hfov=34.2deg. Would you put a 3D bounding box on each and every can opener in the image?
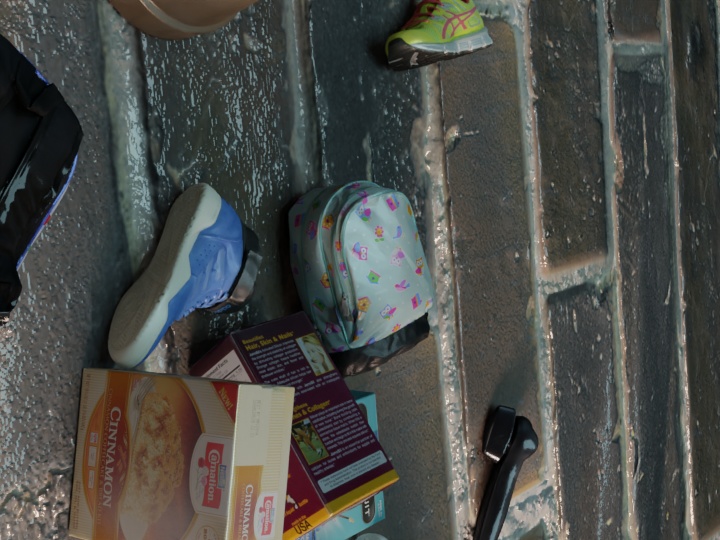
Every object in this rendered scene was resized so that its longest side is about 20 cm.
[{"bbox_3d":[0.191,0.288,1.597,0.063,0.078,0.201,99,8,-75],"label":"can opener"}]

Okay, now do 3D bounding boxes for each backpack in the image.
[{"bbox_3d":[-0.310,-0.080,0.868,0.191,0.154,0.200,-54,137,-25],"label":"backpack"},{"bbox_3d":[0.000,0.000,1.283,0.167,0.126,0.201,-28,109,-45],"label":"backpack"}]

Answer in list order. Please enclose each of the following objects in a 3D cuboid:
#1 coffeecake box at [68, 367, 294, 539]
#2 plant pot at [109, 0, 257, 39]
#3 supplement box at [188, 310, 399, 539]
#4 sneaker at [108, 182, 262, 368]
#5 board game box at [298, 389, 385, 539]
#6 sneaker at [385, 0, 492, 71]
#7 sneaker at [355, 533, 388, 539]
[{"bbox_3d":[-0.159,0.169,1.023,0.073,0.200,0.154,10,82,-51],"label":"coffeecake box"},{"bbox_3d":[-0.126,-0.321,1.077,0.200,0.173,0.201,-4,95,-52],"label":"plant pot"},{"bbox_3d":[-0.067,0.153,1.162,0.110,0.086,0.200,-16,72,-50],"label":"supplement box"},{"bbox_3d":[-0.157,0.025,1.121,0.111,0.077,0.200,43,52,-32],"label":"sneaker"},{"bbox_3d":[-0.054,0.228,1.281,0.200,0.047,0.151,-14,102,-51],"label":"board game box"},{"bbox_3d":[0.086,-0.300,1.436,0.200,0.078,0.091,-27,103,-54],"label":"sneaker"},{"bbox_3d":[0.012,0.399,1.356,0.082,0.074,0.201,6,97,-54],"label":"sneaker"}]
